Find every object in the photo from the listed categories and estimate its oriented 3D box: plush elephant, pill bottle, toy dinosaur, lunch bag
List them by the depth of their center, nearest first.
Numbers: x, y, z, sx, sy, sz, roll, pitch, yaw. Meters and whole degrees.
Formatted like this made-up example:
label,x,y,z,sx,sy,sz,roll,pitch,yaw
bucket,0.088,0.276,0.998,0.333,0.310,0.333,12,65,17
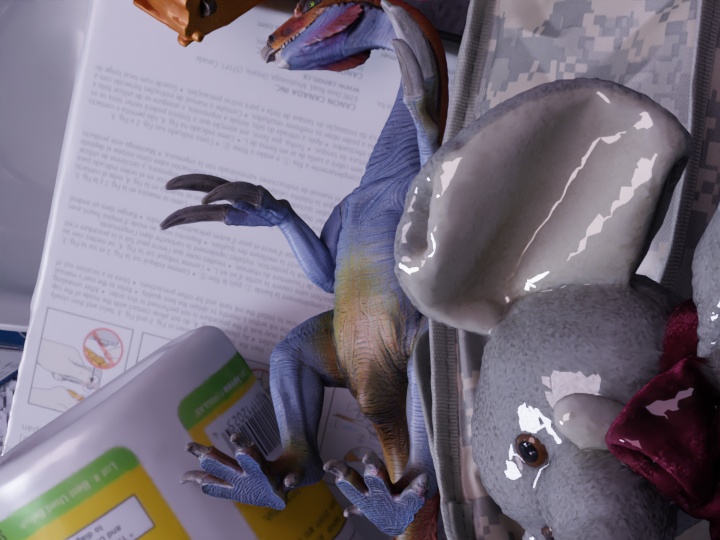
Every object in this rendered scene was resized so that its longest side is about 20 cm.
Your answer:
label,x,y,z,sx,sy,sz,roll,pitch,yaw
plush elephant,0.088,0.038,0.567,0.154,0.165,0.201,-23,30,19
lunch bag,0.105,0.013,0.728,0.117,0.163,0.202,8,89,49
toy dinosaur,0.000,0.000,0.807,0.104,0.201,0.182,-2,47,26
pill bottle,-0.041,0.130,0.829,0.111,0.111,0.201,-31,94,30

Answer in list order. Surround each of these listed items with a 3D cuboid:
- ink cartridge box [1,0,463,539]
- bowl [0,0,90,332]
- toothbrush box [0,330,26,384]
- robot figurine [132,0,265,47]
label,x,y,z,sx,sy,sz,roll,pitch,yaw
ink cartridge box,-0.037,0.000,0.887,0.161,0.057,0.201,14,106,6
bowl,-0.118,-0.076,0.956,0.199,0.090,0.203,0,88,7
toothbrush box,-0.235,-0.025,1.066,0.146,0.085,0.201,-33,64,31
robot figurine,-0.029,-0.161,0.871,0.145,0.200,0.058,31,142,27
